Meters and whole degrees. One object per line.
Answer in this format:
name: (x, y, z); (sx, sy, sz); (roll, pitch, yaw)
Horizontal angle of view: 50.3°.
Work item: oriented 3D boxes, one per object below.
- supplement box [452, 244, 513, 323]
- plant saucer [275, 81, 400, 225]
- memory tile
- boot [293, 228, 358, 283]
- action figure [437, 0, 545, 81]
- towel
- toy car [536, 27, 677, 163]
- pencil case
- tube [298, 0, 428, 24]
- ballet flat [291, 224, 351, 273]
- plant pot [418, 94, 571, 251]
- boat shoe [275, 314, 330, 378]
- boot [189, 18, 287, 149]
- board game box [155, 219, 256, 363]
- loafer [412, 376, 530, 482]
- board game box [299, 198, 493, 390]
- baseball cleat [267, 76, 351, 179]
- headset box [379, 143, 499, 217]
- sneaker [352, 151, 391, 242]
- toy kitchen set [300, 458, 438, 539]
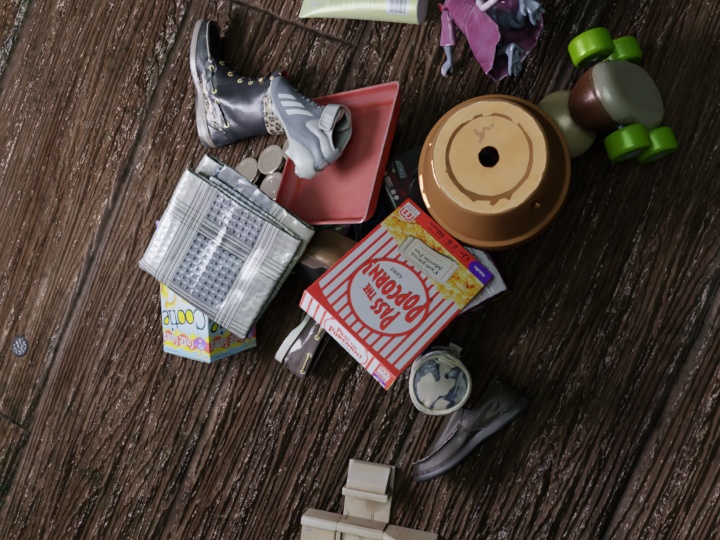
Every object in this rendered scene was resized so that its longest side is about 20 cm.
supplement box: (0.107, 0.039, 1.084); (0.199, 0.110, 0.086); (-31, 80, 14)
plant saucer: (-0.030, -0.152, 1.068); (0.199, 0.037, 0.201); (2, 73, 45)
memory tile: (-0.111, -0.134, 1.166); (0.199, 0.017, 0.154); (-22, 60, 25)
boot: (0.000, 0.000, 1.040); (0.199, 0.074, 0.076); (25, 65, 26)
action figure: (0.157, -0.347, 1.065); (0.134, 0.149, 0.200); (-43, 45, 2)
towel: (-0.186, -0.032, 1.047); (0.192, 0.035, 0.201); (35, 106, 4)
toy car: (0.295, -0.201, 1.049); (0.199, 0.157, 0.165); (-27, 76, 43)
pencil case: (0.106, 0.143, 1.035); (0.077, 0.200, 0.090); (19, 89, 5)
tube: (0.004, -0.412, 1.167); (0.199, 0.058, 0.052); (13, 134, 20)
ballet flat: (-0.085, -0.034, 1.164); (0.199, 0.069, 0.072); (-14, 105, 30)
plant pot: (0.161, -0.127, 0.947); (0.199, 0.140, 0.202); (0, 89, 13)
boat shoe: (-0.050, 0.073, 1.152); (0.059, 0.072, 0.200); (38, 102, 8)
boot: (-0.186, -0.297, 1.202); (0.149, 0.073, 0.202); (-2, 91, 17)
board game box: (-0.230, 0.022, 1.154); (0.102, 0.105, 0.202); (8, 105, 34)
loafer: (0.147, 0.225, 1.093); (0.200, 0.073, 0.071); (-39, 73, 3)
board game box: (0.047, 0.025, 0.955); (0.151, 0.046, 0.200); (42, 62, 9)
baseball cleat: (-0.066, -0.214, 1.072); (0.106, 0.070, 0.201); (-30, 56, 15)
headset box: (0.137, -0.114, 1.075); (0.199, 0.075, 0.149); (-25, 84, -5)
sneaker: (0.008, -0.131, 1.150); (0.077, 0.075, 0.202); (8, 101, 54)
toy kitchen set: (0.002, 0.368, 1.067); (0.198, 0.180, 0.164); (7, 89, 12)
